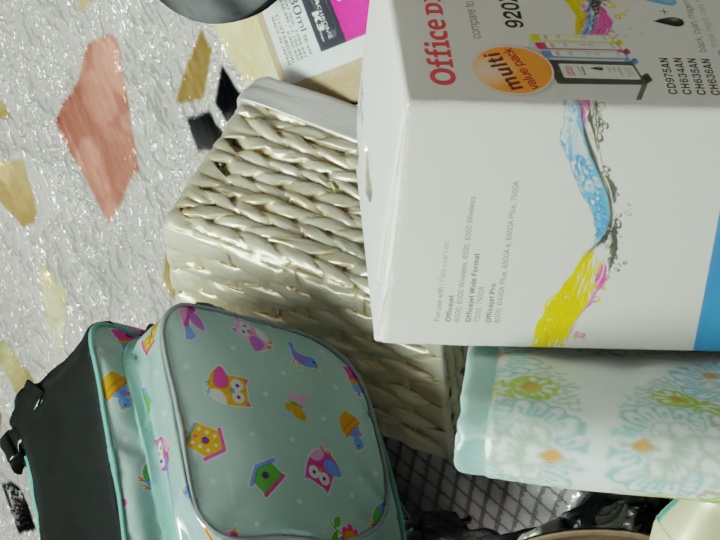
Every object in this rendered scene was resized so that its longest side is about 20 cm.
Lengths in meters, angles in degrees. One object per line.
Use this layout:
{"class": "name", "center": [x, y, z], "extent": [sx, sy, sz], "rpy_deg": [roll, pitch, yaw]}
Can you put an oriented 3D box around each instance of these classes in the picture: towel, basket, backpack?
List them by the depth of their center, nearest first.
{"class": "towel", "center": [0.137, 0.055, 1.340], "extent": [0.171, 0.200, 0.048], "rpy_deg": [4, 112, 7]}
{"class": "backpack", "center": [-0.067, 0.115, 1.458], "extent": [0.153, 0.200, 0.176], "rpy_deg": [-36, 55, 32]}
{"class": "basket", "center": [0.000, 0.000, 1.549], "extent": [0.200, 0.123, 0.136], "rpy_deg": [20, 143, 23]}
{"class": "towel", "center": [0.086, 0.152, 1.628], "extent": [0.165, 0.085, 0.200], "rpy_deg": [38, 135, 33]}

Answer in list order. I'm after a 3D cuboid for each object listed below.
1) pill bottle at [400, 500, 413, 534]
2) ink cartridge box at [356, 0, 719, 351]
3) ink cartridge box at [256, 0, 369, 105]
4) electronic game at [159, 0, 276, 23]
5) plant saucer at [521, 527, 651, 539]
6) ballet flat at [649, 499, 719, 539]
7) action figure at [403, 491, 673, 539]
{"class": "pill bottle", "center": [-0.034, 0.146, 1.612], "extent": [0.200, 0.109, 0.109], "rpy_deg": [56, 145, 13]}
{"class": "ink cartridge box", "center": [0.104, -0.060, 1.333], "extent": [0.147, 0.199, 0.145], "rpy_deg": [-98, 11, -53]}
{"class": "ink cartridge box", "center": [-0.002, -0.199, 1.547], "extent": [0.165, 0.075, 0.201], "rpy_deg": [-16, 95, 57]}
{"class": "electronic game", "center": [-0.089, -0.239, 1.540], "extent": [0.200, 0.042, 0.201], "rpy_deg": [17, 114, 45]}
{"class": "plant saucer", "center": [0.117, 0.207, 1.418], "extent": [0.037, 0.200, 0.201], "rpy_deg": [-89, -2, -60]}
{"class": "ballet flat", "center": [0.239, 0.138, 1.350], "extent": [0.069, 0.199, 0.070], "rpy_deg": [-166, 90, -70]}
{"class": "action figure", "center": [0.121, 0.167, 1.469], "extent": [0.200, 0.102, 0.119], "rpy_deg": [-7, 114, 34]}
